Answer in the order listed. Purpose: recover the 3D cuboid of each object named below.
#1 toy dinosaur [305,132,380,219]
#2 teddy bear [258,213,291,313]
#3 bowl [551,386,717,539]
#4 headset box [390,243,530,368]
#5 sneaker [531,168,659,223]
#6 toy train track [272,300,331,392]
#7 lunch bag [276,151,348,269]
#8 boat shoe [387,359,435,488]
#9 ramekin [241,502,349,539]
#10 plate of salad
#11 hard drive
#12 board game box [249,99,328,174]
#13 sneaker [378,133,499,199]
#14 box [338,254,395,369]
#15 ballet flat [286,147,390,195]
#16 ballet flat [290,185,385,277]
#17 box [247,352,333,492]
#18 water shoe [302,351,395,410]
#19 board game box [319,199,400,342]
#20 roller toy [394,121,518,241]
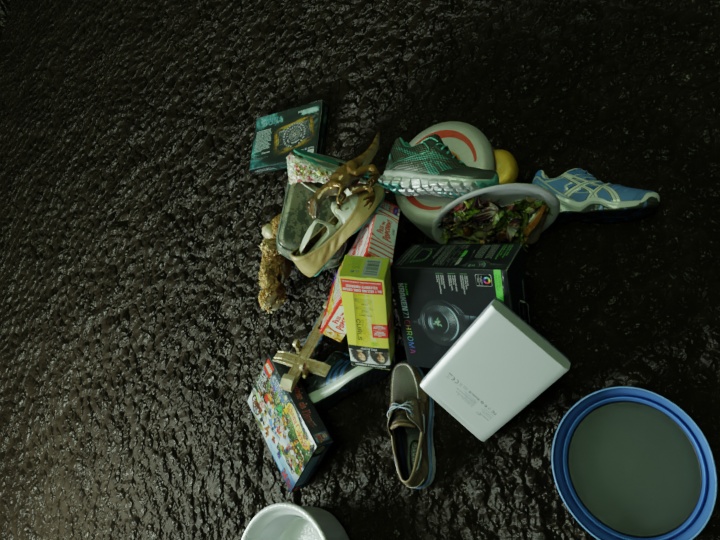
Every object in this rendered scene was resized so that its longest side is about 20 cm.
[{"bbox_3d":[-0.007,-0.160,0.883,0.200,0.061,0.105,-44,56,-15],"label":"toy dinosaur"},{"bbox_3d":[-0.176,-0.017,1.104,0.064,0.145,0.207,5,93,11],"label":"teddy bear"},{"bbox_3d":[0.358,0.261,0.731,0.195,0.039,0.207,-11,69,29],"label":"bowl"},{"bbox_3d":[0.162,0.058,0.838,0.195,0.093,0.179,2,116,31],"label":"headset box"},{"bbox_3d":[0.348,-0.117,0.841,0.195,0.075,0.080,6,81,32],"label":"sneaker"},{"bbox_3d":[-0.092,0.126,1.003,0.111,0.033,0.202,10,48,22],"label":"toy train track"},{"bbox_3d":[-0.082,-0.106,1.060,0.135,0.168,0.207,11,79,-6],"label":"lunch bag"},{"bbox_3d":[0.080,0.242,0.891,0.071,0.072,0.206,-20,65,24],"label":"boat shoe"},{"bbox_3d":[-0.103,0.492,0.908,0.195,0.097,0.207,-10,69,29],"label":"ramekin"},{"bbox_3d":[0.205,-0.066,0.838,0.195,0.199,0.050,-17,63,26],"label":"plate of salad"},{"bbox_3d":[0.186,0.150,0.795,0.131,0.025,0.202,39,130,8],"label":"hard drive"},{"bbox_3d":[-0.165,-0.301,1.254,0.195,0.028,0.140,-4,72,32],"label":"board game box"},{"bbox_3d":[0.118,-0.162,0.837,0.195,0.077,0.094,11,86,30],"label":"sneaker"},{"bbox_3d":[0.014,0.070,0.861,0.073,0.204,0.051,6,42,12],"label":"box"},{"bbox_3d":[-0.038,-0.156,0.964,0.194,0.076,0.066,17,109,-1],"label":"ballet flat"},{"bbox_3d":[-0.041,-0.074,0.914,0.201,0.063,0.069,-48,28,10],"label":"ballet flat"},{"bbox_3d":[-0.134,0.273,1.004,0.201,0.037,0.139,53,130,33],"label":"box"},{"bbox_3d":[-0.030,0.176,0.984,0.197,0.071,0.081,-32,58,19],"label":"water shoe"},{"bbox_3d":[0.000,0.000,0.944,0.154,0.045,0.202,-78,15,-50],"label":"board game box"},{"bbox_3d":[0.154,-0.146,0.935,0.184,0.139,0.200,-52,56,7],"label":"roller toy"}]
